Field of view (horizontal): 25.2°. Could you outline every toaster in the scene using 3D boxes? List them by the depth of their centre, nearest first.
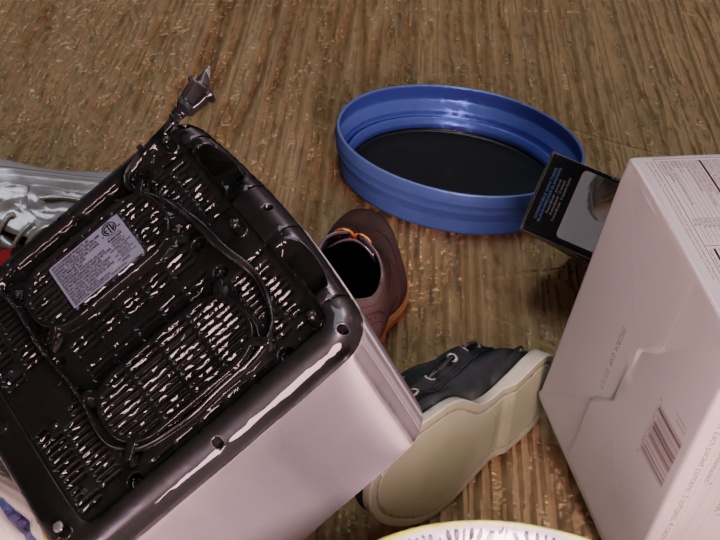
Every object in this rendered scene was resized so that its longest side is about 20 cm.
[{"bbox_3d":[-0.085,0.042,0.783,0.200,0.119,0.181,-40,54,-3],"label":"toaster"}]

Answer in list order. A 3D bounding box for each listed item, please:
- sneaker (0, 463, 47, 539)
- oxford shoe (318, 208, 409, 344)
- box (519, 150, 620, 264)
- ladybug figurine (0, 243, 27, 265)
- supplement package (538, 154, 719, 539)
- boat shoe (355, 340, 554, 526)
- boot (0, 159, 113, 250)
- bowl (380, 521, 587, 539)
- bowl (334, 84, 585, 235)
[{"bbox_3d":[-0.226,0.111,0.821,0.087,0.076,0.200,-16,35,-28],"label":"sneaker"},{"bbox_3d":[0.000,0.000,1.069,0.070,0.073,0.201,7,29,0],"label":"oxford shoe"},{"bbox_3d":[0.222,-0.009,1.107,0.199,0.061,0.116,26,3,26],"label":"box"},{"bbox_3d":[-0.164,0.017,0.944,0.198,0.073,0.136,-11,-4,-4],"label":"ladybug figurine"},{"bbox_3d":[0.235,0.051,0.896,0.198,0.192,0.148,-4,46,-18],"label":"supplement package"},{"bbox_3d":[0.041,0.084,0.934,0.066,0.075,0.199,22,32,28],"label":"boat shoe"},{"bbox_3d":[-0.213,-0.026,1.059,0.198,0.074,0.096,-3,25,-21],"label":"boot"},{"bbox_3d":[0.065,0.207,0.690,0.198,0.095,0.201,5,30,-3],"label":"bowl"},{"bbox_3d":[0.077,-0.089,1.277,0.198,0.040,0.201,6,30,-4],"label":"bowl"}]
